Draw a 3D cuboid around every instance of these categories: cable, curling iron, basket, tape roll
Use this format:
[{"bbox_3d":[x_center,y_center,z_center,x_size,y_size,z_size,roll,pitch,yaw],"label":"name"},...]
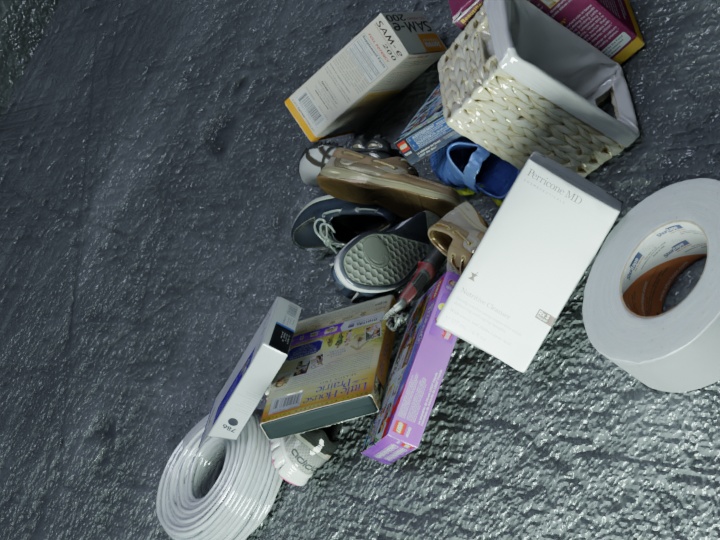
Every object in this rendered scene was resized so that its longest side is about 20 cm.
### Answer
[{"bbox_3d":[-0.178,0.263,1.855,0.200,0.069,0.200,17,76,59],"label":"cable"},{"bbox_3d":[0.071,0.007,1.698,0.050,0.026,0.200,-50,3,42],"label":"curling iron"},{"bbox_3d":[0.194,-0.198,1.622,0.123,0.200,0.136,-42,33,33],"label":"basket"},{"bbox_3d":[0.309,0.013,1.389,0.200,0.066,0.201,-36,36,32],"label":"tape roll"}]

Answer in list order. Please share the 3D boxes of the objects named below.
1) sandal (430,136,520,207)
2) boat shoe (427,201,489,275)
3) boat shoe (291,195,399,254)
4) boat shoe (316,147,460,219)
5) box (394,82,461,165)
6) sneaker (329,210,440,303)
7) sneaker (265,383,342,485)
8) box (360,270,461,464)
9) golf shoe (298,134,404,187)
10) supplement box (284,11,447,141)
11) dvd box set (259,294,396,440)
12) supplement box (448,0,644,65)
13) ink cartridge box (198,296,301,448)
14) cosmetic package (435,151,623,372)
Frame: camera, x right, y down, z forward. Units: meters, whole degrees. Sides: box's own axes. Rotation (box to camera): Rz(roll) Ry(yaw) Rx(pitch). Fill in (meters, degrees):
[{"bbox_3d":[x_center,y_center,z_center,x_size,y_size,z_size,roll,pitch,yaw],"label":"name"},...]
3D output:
[{"bbox_3d":[0.137,-0.131,1.750,0.080,0.087,0.200,-61,29,-2],"label":"sandal"},{"bbox_3d":[0.130,-0.012,1.645,0.069,0.074,0.200,-27,26,-3],"label":"boat shoe"},{"bbox_3d":[-0.022,-0.059,1.928,0.200,0.075,0.062,-15,39,38],"label":"boat shoe"},{"bbox_3d":[0.041,-0.115,1.826,0.200,0.071,0.065,16,65,25],"label":"boat shoe"},{"bbox_3d":[0.135,-0.222,1.809,0.137,0.040,0.200,-28,18,39],"label":"box"},{"bbox_3d":[0.001,0.001,1.761,0.146,0.077,0.202,-28,-3,39],"label":"sneaker"},{"bbox_3d":[-0.064,0.169,1.780,0.087,0.074,0.200,-35,35,22],"label":"sneaker"},{"bbox_3d":[0.064,0.111,1.624,0.137,0.039,0.200,128,164,-71],"label":"box"},{"bbox_3d":[-0.030,-0.127,1.995,0.200,0.078,0.095,-9,56,53],"label":"golf shoe"},{"bbox_3d":[0.007,-0.270,2.014,0.200,0.074,0.126,-38,-9,29],"label":"supplement box"},{"bbox_3d":[-0.033,0.113,1.731,0.146,0.029,0.200,-17,29,19],"label":"dvd box set"},{"bbox_3d":[0.212,-0.303,1.686,0.131,0.200,0.103,-38,36,27],"label":"supplement box"},{"bbox_3d":[-0.137,0.134,1.791,0.200,0.039,0.100,-56,12,35],"label":"ink cartridge box"},{"bbox_3d":[0.176,-0.010,1.505,0.200,0.113,0.081,-63,-7,17],"label":"cosmetic package"}]
